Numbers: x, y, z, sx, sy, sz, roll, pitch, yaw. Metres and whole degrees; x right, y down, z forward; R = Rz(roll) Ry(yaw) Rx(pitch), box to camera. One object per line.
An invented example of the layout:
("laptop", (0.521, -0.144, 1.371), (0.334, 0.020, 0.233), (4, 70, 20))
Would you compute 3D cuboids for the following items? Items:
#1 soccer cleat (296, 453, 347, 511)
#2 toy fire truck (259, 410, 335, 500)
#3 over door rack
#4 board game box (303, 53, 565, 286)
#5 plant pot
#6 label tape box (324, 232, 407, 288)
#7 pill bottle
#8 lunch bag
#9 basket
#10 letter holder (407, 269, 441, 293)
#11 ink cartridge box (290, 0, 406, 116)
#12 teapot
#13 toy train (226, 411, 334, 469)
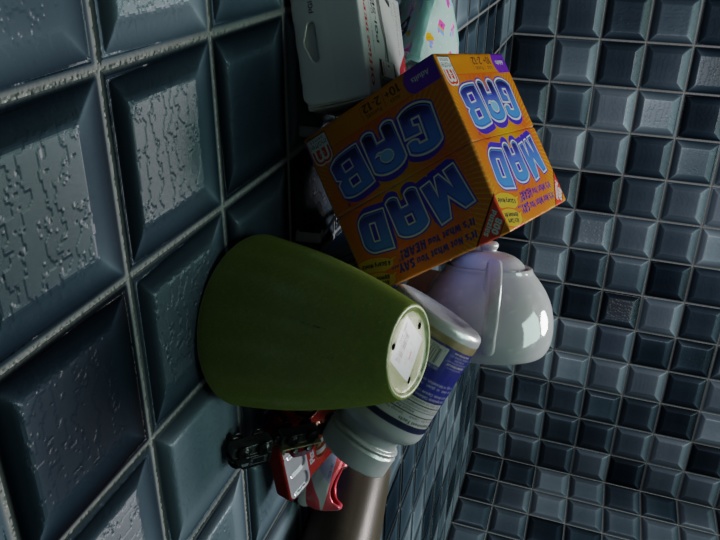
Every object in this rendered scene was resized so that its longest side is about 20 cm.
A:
("soccer cleat", (-0.046, 0.264, 1.111), (0.068, 0.072, 0.205), (22, 77, -73))
("toy fire truck", (-0.065, 0.191, 0.972), (0.168, 0.110, 0.203), (-44, 142, -39))
("over door rack", (-0.024, -0.128, 0.995), (0.200, 0.065, 0.151), (-40, 136, -66))
("board game box", (0.093, -0.120, 0.877), (0.199, 0.198, 0.203), (-24, 89, -54))
("plant pot", (-0.035, 0.068, 0.753), (0.186, 0.197, 0.192), (-19, 113, -55))
("label tape box", (0.000, 0.000, 0.991), (0.064, 0.142, 0.201), (58, 33, -17))
("pill bottle", (0.042, 0.131, 0.848), (0.202, 0.119, 0.119), (-58, 165, 8))
("lunch bag", (0.100, -0.356, 1.209), (0.201, 0.119, 0.174), (74, 30, -67))
("basket", (-0.023, 0.401, 1.172), (0.182, 0.133, 0.203), (99, 6, -53))
("letter holder", (0.091, 0.068, 1.182), (0.200, 0.139, 0.103), (-59, 155, -72))
("ink cartridge box", (-0.006, -0.272, 0.899), (0.200, 0.081, 0.150), (-27, 110, -70))
("teapot", (0.170, 0.035, 0.975), (0.194, 0.198, 0.150), (-5, 102, -37))
("toy train", (-0.074, 0.208, 0.889), (0.197, 0.034, 0.047), (-5, 125, -37))
